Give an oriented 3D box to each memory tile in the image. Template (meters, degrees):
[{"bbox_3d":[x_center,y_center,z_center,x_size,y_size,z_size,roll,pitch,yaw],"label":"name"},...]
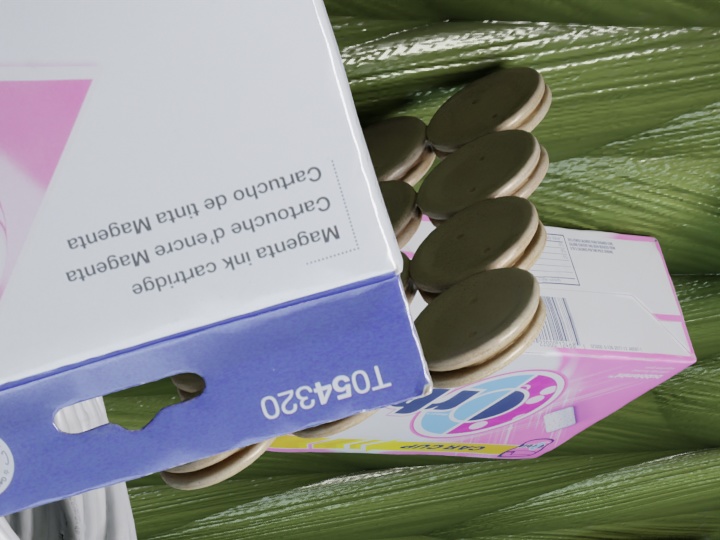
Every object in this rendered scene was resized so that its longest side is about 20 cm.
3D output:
[{"bbox_3d":[0.000,0.000,0.993,0.153,0.200,0.017,-23,117,18],"label":"memory tile"}]

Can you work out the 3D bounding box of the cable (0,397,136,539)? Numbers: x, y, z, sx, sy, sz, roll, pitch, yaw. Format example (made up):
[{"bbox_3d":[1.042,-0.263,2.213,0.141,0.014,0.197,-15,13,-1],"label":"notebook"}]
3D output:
[{"bbox_3d":[-0.147,0.068,1.002,0.069,0.201,0.200,-20,-177,12],"label":"cable"}]

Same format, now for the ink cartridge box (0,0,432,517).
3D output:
[{"bbox_3d":[-0.093,-0.018,0.850,0.195,0.201,0.043,-17,-162,3],"label":"ink cartridge box"}]

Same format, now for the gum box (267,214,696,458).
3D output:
[{"bbox_3d":[0.039,0.032,1.236,0.199,0.066,0.113,5,150,-43],"label":"gum box"}]
